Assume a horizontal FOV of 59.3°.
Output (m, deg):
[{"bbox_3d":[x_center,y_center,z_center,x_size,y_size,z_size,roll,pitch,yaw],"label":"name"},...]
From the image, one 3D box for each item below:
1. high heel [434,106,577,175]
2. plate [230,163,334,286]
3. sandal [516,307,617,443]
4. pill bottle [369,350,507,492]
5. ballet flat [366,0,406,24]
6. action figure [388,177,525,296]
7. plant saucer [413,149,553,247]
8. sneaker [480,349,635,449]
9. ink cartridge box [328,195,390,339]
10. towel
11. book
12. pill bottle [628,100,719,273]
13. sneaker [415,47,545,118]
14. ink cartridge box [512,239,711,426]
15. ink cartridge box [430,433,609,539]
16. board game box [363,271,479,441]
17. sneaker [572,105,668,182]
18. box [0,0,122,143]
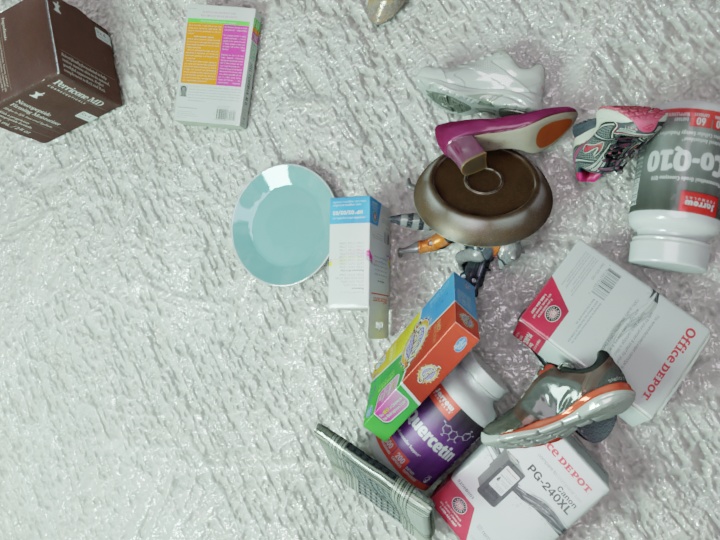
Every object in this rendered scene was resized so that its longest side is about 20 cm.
[{"bbox_3d":[0.206,-0.209,0.900,0.196,0.068,0.097,-20,55,-11],"label":"high heel"},{"bbox_3d":[-0.124,-0.075,1.050,0.196,0.026,0.205,-2,84,19],"label":"plate"},{"bbox_3d":[0.291,0.140,0.885,0.075,0.043,0.203,-26,68,2],"label":"sandal"},{"bbox_3d":[0.112,0.211,0.897,0.113,0.112,0.200,45,99,17],"label":"pill bottle"},{"bbox_3d":[0.068,-0.490,1.002,0.068,0.067,0.202,38,97,18],"label":"ballet flat"},{"bbox_3d":[0.140,-0.033,0.918,0.190,0.104,0.205,12,90,24],"label":"action figure"},{"bbox_3d":[0.173,-0.117,0.891,0.195,0.032,0.203,-2,49,2],"label":"plant saucer"},{"bbox_3d":[0.234,0.161,0.783,0.198,0.077,0.083,-29,55,25],"label":"sneaker"},{"bbox_3d":[0.000,0.000,0.953,0.066,0.115,0.205,-1,84,18],"label":"ink cartridge box"},{"bbox_3d":[0.021,0.303,0.878,0.190,0.201,0.035,29,65,23],"label":"towel"},{"bbox_3d":[-0.250,-0.356,1.110,0.131,0.048,0.205,8,89,17],"label":"book"},{"bbox_3d":[0.415,-0.105,0.824,0.111,0.114,0.205,9,87,19],"label":"pill bottle"},{"bbox_3d":[0.182,-0.286,0.949,0.196,0.078,0.102,15,83,10],"label":"sneaker"},{"bbox_3d":[0.324,0.083,0.833,0.199,0.084,0.146,38,77,18],"label":"ink cartridge box"},{"bbox_3d":[0.216,0.295,0.862,0.200,0.083,0.146,-46,73,9],"label":"ink cartridge box"},{"bbox_3d":[0.083,0.115,0.871,0.040,0.154,0.201,34,113,-8],"label":"board game box"},{"bbox_3d":[0.332,-0.164,0.819,0.079,0.200,0.077,4,89,2],"label":"sneaker"},{"bbox_3d":[-0.578,-0.364,1.156,0.196,0.166,0.168,-18,79,17],"label":"box"}]
